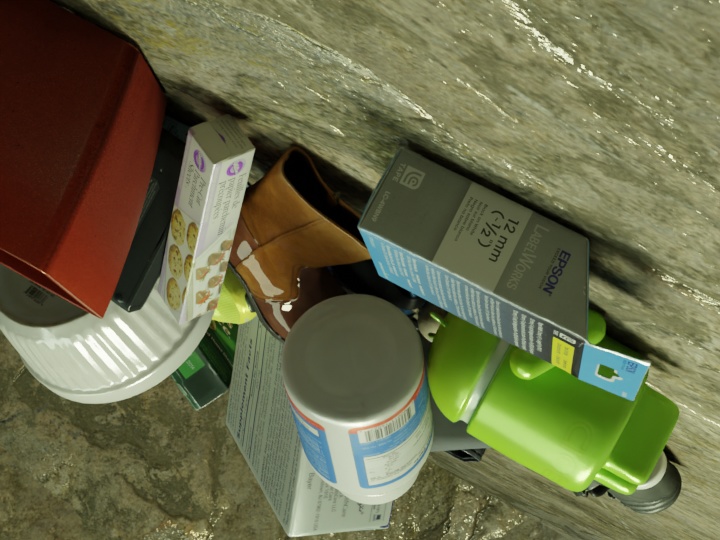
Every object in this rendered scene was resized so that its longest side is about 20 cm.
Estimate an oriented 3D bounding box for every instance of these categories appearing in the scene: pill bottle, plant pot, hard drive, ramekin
[{"bbox_3d":[0.002,0.112,1.389,0.112,0.113,0.201,26,156,18],"label":"pill bottle"},{"bbox_3d":[-0.252,-0.102,1.295,0.199,0.177,0.200,28,172,8],"label":"plant pot"},{"bbox_3d":[-0.230,-0.079,1.414,0.199,0.140,0.033,34,-163,14],"label":"hard drive"},{"bbox_3d":[-0.231,0.004,1.515,0.199,0.201,0.105,24,162,33],"label":"ramekin"}]

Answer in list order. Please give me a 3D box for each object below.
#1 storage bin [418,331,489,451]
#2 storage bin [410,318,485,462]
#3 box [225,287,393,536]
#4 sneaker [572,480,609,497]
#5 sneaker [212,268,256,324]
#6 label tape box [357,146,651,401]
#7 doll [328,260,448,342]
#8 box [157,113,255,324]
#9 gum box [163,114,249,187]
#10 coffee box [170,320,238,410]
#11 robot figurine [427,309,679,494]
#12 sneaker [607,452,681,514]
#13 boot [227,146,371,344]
[{"bbox_3d":[0.075,0.107,1.648,0.133,0.147,0.200,3,180,-18],"label":"storage bin"},{"bbox_3d":[0.054,0.113,1.831,0.199,0.094,0.135,29,172,-2],"label":"storage bin"},{"bbox_3d":[-0.039,0.110,1.591,0.104,0.186,0.200,-1,-153,-23],"label":"box"},{"bbox_3d":[0.198,0.170,1.685,0.111,0.077,0.200,48,163,-7],"label":"sneaker"},{"bbox_3d":[-0.171,0.018,1.589,0.199,0.090,0.079,15,133,43],"label":"sneaker"},{"bbox_3d":[0.103,0.006,1.127,0.199,0.067,0.143,25,171,10],"label":"label tape box"},{"bbox_3d":[0.000,0.000,1.481,0.199,0.049,0.137,29,160,3],"label":"doll"},{"bbox_3d":[-0.122,-0.036,1.352,0.042,0.038,0.201,52,147,24],"label":"box"},{"bbox_3d":[-0.202,-0.114,1.509,0.199,0.045,0.170,28,172,17],"label":"gum box"},{"bbox_3d":[-0.173,0.051,1.754,0.123,0.044,0.200,55,-170,-11],"label":"coffee box"},{"bbox_3d":[0.138,0.089,1.316,0.199,0.116,0.176,29,166,7],"label":"robot figurine"},{"bbox_3d":[0.237,0.194,1.761,0.199,0.071,0.099,17,161,40],"label":"sneaker"},{"bbox_3d":[-0.027,-0.009,1.370,0.189,0.068,0.200,50,152,-11],"label":"boot"}]
